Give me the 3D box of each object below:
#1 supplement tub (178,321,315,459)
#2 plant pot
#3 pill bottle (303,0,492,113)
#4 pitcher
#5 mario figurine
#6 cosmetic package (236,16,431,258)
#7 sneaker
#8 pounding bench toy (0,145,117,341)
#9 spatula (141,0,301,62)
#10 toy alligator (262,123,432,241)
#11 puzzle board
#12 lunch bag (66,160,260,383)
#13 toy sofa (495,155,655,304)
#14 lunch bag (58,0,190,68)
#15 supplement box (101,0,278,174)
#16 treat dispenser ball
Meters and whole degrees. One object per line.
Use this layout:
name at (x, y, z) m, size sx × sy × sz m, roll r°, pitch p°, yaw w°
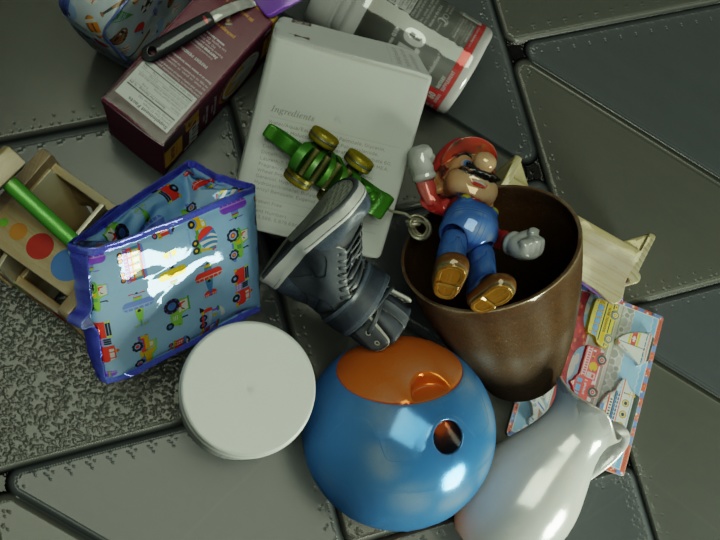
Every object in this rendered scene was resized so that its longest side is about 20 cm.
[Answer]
supplement tub at (-0.119, 0.126, 1.050) m, size 0.132 × 0.200 × 0.132 m, roll 2°, pitch 78°, yaw -10°
plant pot at (0.158, 0.044, 1.113) m, size 0.187 × 0.200 × 0.187 m, roll -12°, pitch 41°, yaw 11°
pill bottle at (0.042, -0.280, 1.204) m, size 0.200 × 0.114 × 0.114 m, roll 30°, pitch 75°, yaw -3°
pitcher at (0.207, 0.231, 1.132) m, size 0.200 × 0.121 × 0.172 m, roll -52°, pitch 136°, yaw 4°
mario figurine at (0.111, -0.065, 1.010) m, size 0.106 × 0.123 × 0.200 m, roll -18°, pitch 44°, yaw 19°
cosmetic package at (-0.035, -0.146, 1.100) m, size 0.165 × 0.165 × 0.200 m, roll 14°, pitch 109°, yaw -7°
sneaker at (0.001, -0.001, 0.989) m, size 0.146 × 0.202 × 0.077 m, roll 37°, pitch 60°, yaw -6°
pounding bench toy at (-0.293, -0.026, 1.033) m, size 0.156 × 0.200 × 0.124 m, roll 34°, pitch 74°, yaw 12°
spatula at (-0.145, -0.275, 1.102) m, size 0.200 × 0.021 × 0.057 m, roll -31°, pitch 87°, yaw -14°
toy alligator at (-0.008, -0.081, 1.008) m, size 0.200 × 0.054 × 0.059 m, roll 32°, pitch 105°, yaw -13°
puzzle board at (0.267, 0.122, 1.217) m, size 0.150 × 0.017 × 0.200 m, roll 20°, pitch 77°, yaw -6°
lunch bag at (-0.194, 0.008, 0.989) m, size 0.094 × 0.151 × 0.200 m, roll 22°, pitch 39°, yaw 29°
toy sofa at (0.230, -0.040, 1.208) m, size 0.200 × 0.083 × 0.098 m, roll 29°, pitch 80°, yaw -4°
lunch bag at (-0.240, -0.307, 1.117) m, size 0.076 × 0.200 × 0.160 m, roll 33°, pitch 88°, yaw -1°
supplement box at (-0.189, -0.218, 1.151) m, size 0.086 × 0.110 × 0.200 m, roll 38°, pitch 75°, yaw -1°
treat dispenser ball at (0.040, 0.167, 1.071) m, size 0.201 × 0.201 × 0.201 m, roll 2°, pitch 79°, yaw -10°
